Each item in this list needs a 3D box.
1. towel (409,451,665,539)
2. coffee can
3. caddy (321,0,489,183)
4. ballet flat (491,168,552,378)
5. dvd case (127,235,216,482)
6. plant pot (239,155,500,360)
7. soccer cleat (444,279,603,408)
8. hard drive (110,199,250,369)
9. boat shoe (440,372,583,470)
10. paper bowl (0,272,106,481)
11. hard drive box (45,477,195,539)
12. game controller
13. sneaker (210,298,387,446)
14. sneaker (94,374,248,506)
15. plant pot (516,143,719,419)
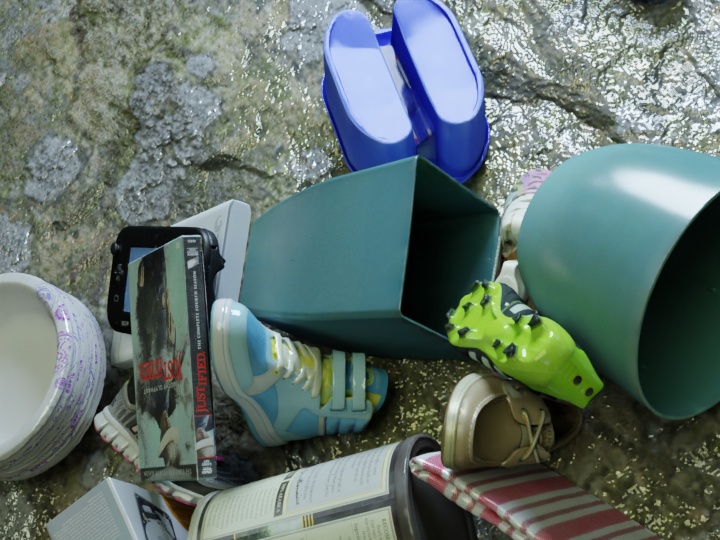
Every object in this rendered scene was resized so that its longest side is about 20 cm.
[{"bbox_3d":[0.146,0.193,0.995,0.200,0.146,0.030,30,103,32],"label":"towel"},{"bbox_3d":[-0.021,0.230,1.062,0.200,0.146,0.147,-18,64,20],"label":"coffee can"},{"bbox_3d":[0.040,-0.162,1.208,0.141,0.105,0.200,-17,62,-4],"label":"caddy"},{"bbox_3d":[0.141,-0.004,1.113,0.069,0.071,0.200,4,73,26],"label":"ballet flat"},{"bbox_3d":[-0.163,0.080,1.106,0.146,0.022,0.200,-17,77,61],"label":"dvd case"},{"bbox_3d":[0.000,0.000,1.150,0.200,0.141,0.141,-6,68,36],"label":"plant pot"},{"bbox_3d":[0.122,0.059,0.999,0.068,0.081,0.200,-48,17,-1],"label":"soccer cleat"},{"bbox_3d":[-0.177,0.017,1.241,0.200,0.027,0.132,-17,61,51],"label":"hard drive"},{"bbox_3d":[0.121,0.120,1.005,0.065,0.200,0.072,9,92,26],"label":"boat shoe"},{"bbox_3d":[-0.342,0.111,1.292,0.200,0.104,0.201,-11,65,25],"label":"paper bowl"},{"bbox_3d":[-0.165,0.293,1.106,0.077,0.156,0.200,-37,60,9],"label":"hard drive box"},{"bbox_3d":[-0.187,0.011,1.197,0.200,0.042,0.104,3,78,56],"label":"game controller"},{"bbox_3d":[-0.048,0.081,1.111,0.130,0.200,0.080,-7,57,11],"label":"sneaker"},{"bbox_3d":[-0.167,0.155,1.206,0.200,0.074,0.088,30,92,37],"label":"sneaker"},{"bbox_3d":[0.222,-0.010,1.009,0.161,0.201,0.201,32,87,43],"label":"plant pot"}]
